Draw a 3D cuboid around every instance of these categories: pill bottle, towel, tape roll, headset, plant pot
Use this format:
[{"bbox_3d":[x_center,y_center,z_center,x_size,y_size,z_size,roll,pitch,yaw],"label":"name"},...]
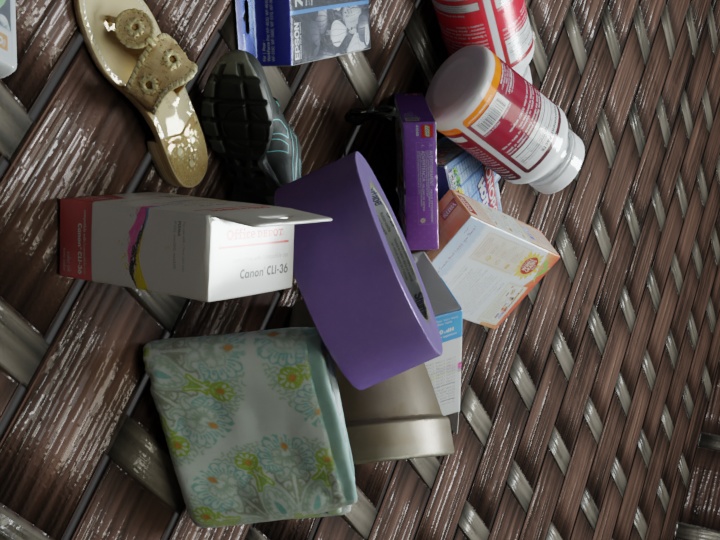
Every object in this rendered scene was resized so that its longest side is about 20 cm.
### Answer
[{"bbox_3d":[0.156,-0.309,1.408,0.113,0.111,0.202,-58,142,-34],"label":"pill bottle"},{"bbox_3d":[0.182,-0.179,1.379,0.199,0.112,0.115,31,68,-31],"label":"pill bottle"},{"bbox_3d":[-0.097,0.147,1.028,0.048,0.168,0.203,-84,165,-62],"label":"towel"},{"bbox_3d":[0.000,0.000,1.027,0.200,0.084,0.203,-24,91,-83],"label":"tape roll"},{"bbox_3d":[0.004,-0.075,1.219,0.123,0.093,0.204,-7,95,-59],"label":"headset"},{"bbox_3d":[-0.009,0.116,1.179,0.199,0.197,0.177,9,72,-59],"label":"plant pot"}]

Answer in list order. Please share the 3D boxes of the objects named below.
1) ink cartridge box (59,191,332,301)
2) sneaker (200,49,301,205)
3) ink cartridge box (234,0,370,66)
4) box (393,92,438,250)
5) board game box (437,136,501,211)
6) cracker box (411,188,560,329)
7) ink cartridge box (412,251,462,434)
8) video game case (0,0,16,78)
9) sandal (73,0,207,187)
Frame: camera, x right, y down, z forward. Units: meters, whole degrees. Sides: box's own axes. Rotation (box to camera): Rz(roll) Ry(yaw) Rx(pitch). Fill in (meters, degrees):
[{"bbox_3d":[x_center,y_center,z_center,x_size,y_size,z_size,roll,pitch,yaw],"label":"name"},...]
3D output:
[{"bbox_3d":[-0.132,-0.020,0.899,0.116,0.197,0.069,-10,105,-57],"label":"ink cartridge box"},{"bbox_3d":[-0.100,-0.126,1.071,0.080,0.074,0.202,-63,154,-45],"label":"sneaker"},{"bbox_3d":[-0.054,-0.264,1.135,0.199,0.039,0.101,-28,121,-53],"label":"ink cartridge box"},{"bbox_3d":[0.062,-0.117,1.267,0.200,0.038,0.139,-93,-179,-72],"label":"box"},{"bbox_3d":[0.147,-0.109,1.487,0.200,0.061,0.202,-52,138,-40],"label":"board game box"},{"bbox_3d":[0.142,-0.010,1.399,0.198,0.058,0.134,19,119,-46],"label":"cracker box"},{"bbox_3d":[0.066,0.096,1.312,0.067,0.116,0.203,-14,130,-14],"label":"ink cartridge box"},{"bbox_3d":[-0.286,-0.244,0.692,0.181,0.023,0.204,28,50,-58],"label":"video game case"},{"bbox_3d":[-0.161,-0.160,0.946,0.078,0.069,0.214,-57,141,-36],"label":"sandal"}]
